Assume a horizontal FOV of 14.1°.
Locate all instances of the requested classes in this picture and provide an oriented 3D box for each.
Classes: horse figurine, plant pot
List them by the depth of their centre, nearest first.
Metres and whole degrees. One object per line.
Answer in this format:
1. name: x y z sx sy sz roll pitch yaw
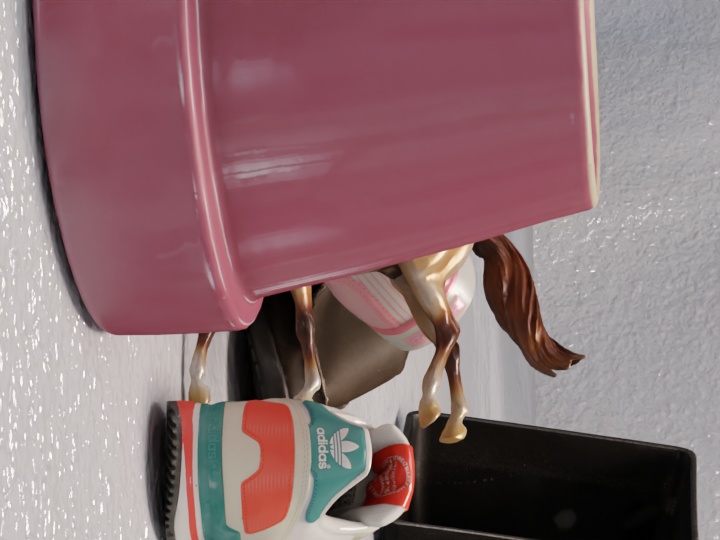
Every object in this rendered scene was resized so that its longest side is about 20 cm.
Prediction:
1. plant pot: -0.007 -0.081 1.023 0.200 0.178 0.201 -3 90 -84
2. horse figurine: 0.000 0.000 1.223 0.050 0.199 0.133 -19 -114 57
3. plant pot: 0.112 0.220 1.910 0.200 0.198 0.179 -72 168 -72

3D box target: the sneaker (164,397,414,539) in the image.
1. sneaker: -0.021 0.098 1.186 0.200 0.093 0.071 66 22 -71

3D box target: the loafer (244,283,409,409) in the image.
1. loafer: -0.012 0.028 1.380 0.200 0.071 0.073 -75 161 -69

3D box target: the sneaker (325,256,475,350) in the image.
1. sneaker: -0.019 -0.051 1.344 0.105 0.075 0.200 40 12 -33
